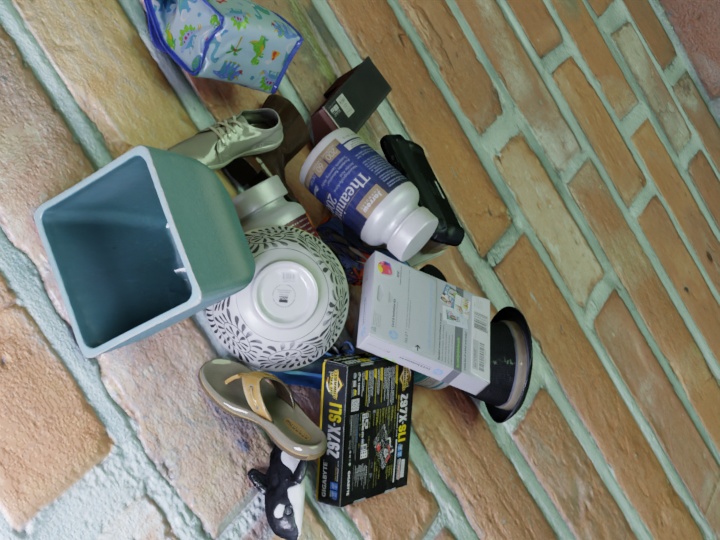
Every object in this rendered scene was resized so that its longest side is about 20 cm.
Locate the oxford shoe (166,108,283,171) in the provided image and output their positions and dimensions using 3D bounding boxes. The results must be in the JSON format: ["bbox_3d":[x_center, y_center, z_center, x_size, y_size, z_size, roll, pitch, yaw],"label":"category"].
[{"bbox_3d":[-0.193,-0.189,1.648,0.199,0.058,0.075,-23,54,-34],"label":"oxford shoe"}]

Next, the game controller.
[{"bbox_3d":[0.096,-0.125,1.791,0.104,0.042,0.201,21,40,-57],"label":"game controller"}]

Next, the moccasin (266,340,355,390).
[{"bbox_3d":[-0.045,0.131,1.656,0.199,0.080,0.069,18,60,-45],"label":"moccasin"}]

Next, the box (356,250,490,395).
[{"bbox_3d":[0.094,0.075,1.660,0.199,0.041,0.157,23,46,-20],"label":"box"}]

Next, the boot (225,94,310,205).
[{"bbox_3d":[-0.109,-0.161,1.778,0.187,0.064,0.200,52,34,-19],"label":"boot"}]

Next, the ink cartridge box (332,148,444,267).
[{"bbox_3d":[0.034,-0.089,1.879,0.146,0.084,0.201,-22,87,-52],"label":"ink cartridge box"}]

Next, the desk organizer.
[{"bbox_3d":[-0.028,-0.270,1.919,0.072,0.077,0.200,52,38,-15],"label":"desk organizer"}]

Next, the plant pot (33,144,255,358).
[{"bbox_3d":[-0.243,-0.027,1.434,0.200,0.196,0.197,-10,76,-62],"label":"plant pot"}]

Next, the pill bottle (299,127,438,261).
[{"bbox_3d":[0.015,-0.108,1.698,0.200,0.111,0.111,42,34,15],"label":"pill bottle"}]

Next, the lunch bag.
[{"bbox_3d":[-0.216,-0.362,1.714,0.169,0.128,0.200,5,36,-49],"label":"lunch bag"}]

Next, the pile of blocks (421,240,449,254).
[{"bbox_3d":[0.081,-0.099,1.820,0.200,0.062,0.083,35,47,-32],"label":"pile of blocks"}]

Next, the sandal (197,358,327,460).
[{"bbox_3d":[-0.121,0.169,1.501,0.199,0.054,0.080,35,38,19],"label":"sandal"}]

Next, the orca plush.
[{"bbox_3d":[-0.110,0.258,1.514,0.071,0.105,0.201,10,59,-11],"label":"orca plush"}]

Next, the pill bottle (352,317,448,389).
[{"bbox_3d":[0.089,0.122,1.800,0.199,0.110,0.112,21,54,-43],"label":"pill bottle"}]

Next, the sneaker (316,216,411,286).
[{"bbox_3d":[0.000,0.000,1.759,0.199,0.076,0.078,31,52,19],"label":"sneaker"}]

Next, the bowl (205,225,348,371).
[{"bbox_3d":[-0.105,0.035,1.542,0.199,0.094,0.202,1,86,-12],"label":"bowl"}]

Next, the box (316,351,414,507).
[{"bbox_3d":[0.009,0.219,1.629,0.159,0.049,0.202,-6,101,-53],"label":"box"}]

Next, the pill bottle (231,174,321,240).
[{"bbox_3d":[-0.109,-0.028,1.651,0.109,0.109,0.201,-33,96,-53],"label":"pill bottle"}]

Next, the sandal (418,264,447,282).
[{"bbox_3d":[0.117,0.070,1.738,0.076,0.043,0.201,27,43,-37],"label":"sandal"}]

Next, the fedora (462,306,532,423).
[{"bbox_3d":[0.207,0.148,1.901,0.091,0.201,0.202,11,58,-18],"label":"fedora"}]
